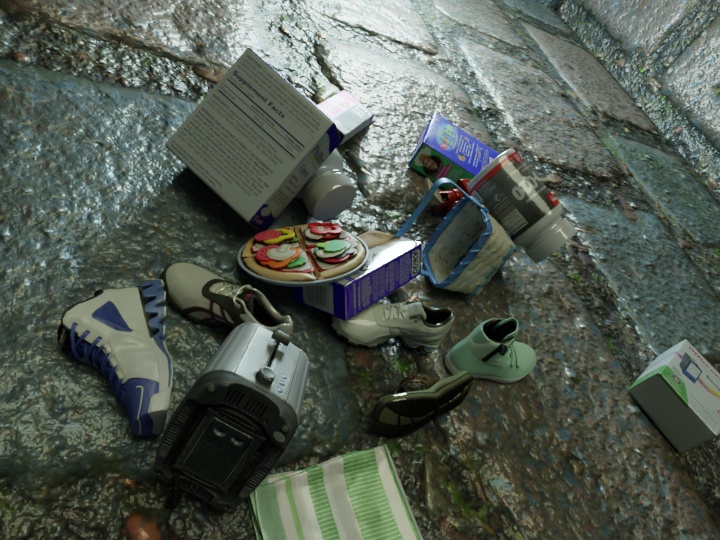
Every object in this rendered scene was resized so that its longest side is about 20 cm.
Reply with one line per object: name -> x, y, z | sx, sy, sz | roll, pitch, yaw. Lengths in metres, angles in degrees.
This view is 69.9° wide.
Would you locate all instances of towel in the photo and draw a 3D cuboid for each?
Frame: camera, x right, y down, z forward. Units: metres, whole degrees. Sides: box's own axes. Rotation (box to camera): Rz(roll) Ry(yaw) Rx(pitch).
towel -> -0.024, 0.296, 0.606 | 0.198, 0.023, 0.153 | -3, 56, -35

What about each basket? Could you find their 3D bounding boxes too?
basket -> 0.164, -0.052, 0.936 | 0.199, 0.177, 0.140 | 26, 26, -31

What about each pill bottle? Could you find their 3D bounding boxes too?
pill bottle -> -0.095, -0.193, 0.924 | 0.114, 0.115, 0.201 | -14, 62, -40
pill bottle -> 0.309, -0.122, 0.987 | 0.200, 0.114, 0.114 | 51, 44, 6

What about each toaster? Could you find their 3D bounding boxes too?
toaster -> -0.133, 0.154, 0.555 | 0.113, 0.201, 0.129 | 30, 25, -7

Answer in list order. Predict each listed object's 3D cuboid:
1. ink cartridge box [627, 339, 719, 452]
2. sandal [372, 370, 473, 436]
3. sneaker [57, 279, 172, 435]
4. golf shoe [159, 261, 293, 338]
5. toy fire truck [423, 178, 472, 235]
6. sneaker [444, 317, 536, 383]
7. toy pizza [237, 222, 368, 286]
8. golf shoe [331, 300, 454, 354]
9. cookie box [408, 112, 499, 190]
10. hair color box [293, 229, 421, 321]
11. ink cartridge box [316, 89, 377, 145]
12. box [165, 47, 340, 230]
ink cartridge box -> 0.659, 0.249, 1.052 | 0.199, 0.088, 0.146 | -17, 63, -44
sandal -> 0.087, 0.183, 0.751 | 0.200, 0.080, 0.057 | -6, 39, -44
sneaker -> -0.279, 0.095, 0.584 | 0.114, 0.081, 0.200 | 1, 46, -28
golf shoe -> -0.173, 0.040, 0.689 | 0.199, 0.088, 0.077 | 34, 44, -1
toy fire truck -> 0.212, -0.119, 1.070 | 0.198, 0.129, 0.177 | -7, 57, -24
sneaker -> 0.250, 0.130, 0.863 | 0.199, 0.118, 0.074 | 3, 50, -33
toy pizza -> -0.086, -0.035, 0.779 | 0.198, 0.032, 0.201 | 1, 27, 0
golf shoe -> 0.054, 0.070, 0.804 | 0.198, 0.097, 0.079 | 9, 51, -25
cookie box -> 0.229, -0.262, 1.228 | 0.199, 0.075, 0.172 | 31, 42, -6
hair color box -> 0.000, 0.000, 0.820 | 0.109, 0.065, 0.199 | 18, 29, 34
ink cartridge box -> -0.032, -0.355, 1.171 | 0.094, 0.037, 0.200 | 38, 40, 2
box -> -0.163, -0.201, 0.815 | 0.184, 0.200, 0.105 | 42, 1, 6
